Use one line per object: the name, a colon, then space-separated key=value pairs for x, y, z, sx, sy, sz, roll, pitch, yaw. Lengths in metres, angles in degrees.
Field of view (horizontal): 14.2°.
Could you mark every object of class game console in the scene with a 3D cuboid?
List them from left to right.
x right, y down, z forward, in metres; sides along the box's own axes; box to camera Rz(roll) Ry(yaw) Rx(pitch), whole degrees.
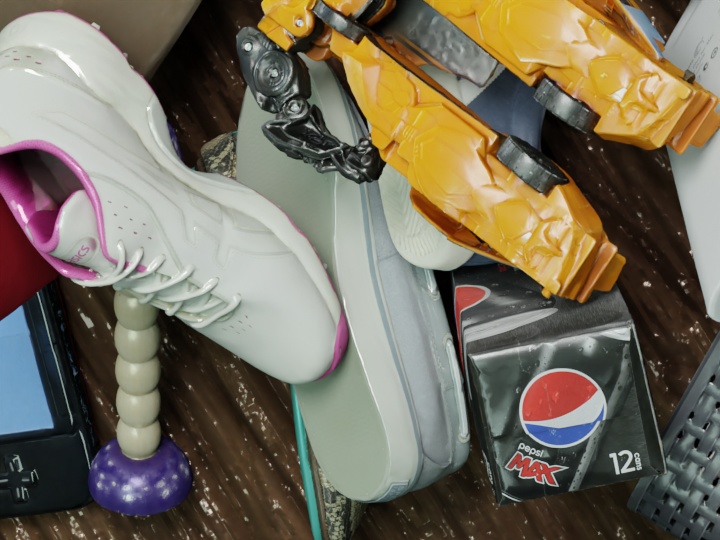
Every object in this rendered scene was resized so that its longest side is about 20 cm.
game console: x=-0.239 y=0.043 z=1.385 sx=0.171 sy=0.119 sz=0.201 roll=-9 pitch=102 yaw=26

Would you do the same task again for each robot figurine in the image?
robot figurine: x=0.041 y=-0.082 z=1.153 sx=0.200 sy=0.058 sz=0.145 roll=41 pitch=103 yaw=29

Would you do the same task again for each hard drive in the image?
hard drive: x=0.163 y=-0.081 z=1.125 sx=0.026 sy=0.200 sz=0.132 roll=22 pitch=117 yaw=-13

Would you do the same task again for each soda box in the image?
soda box: x=0.077 y=0.035 z=1.189 sx=0.070 sy=0.200 sz=0.064 roll=-11 pitch=101 yaw=1

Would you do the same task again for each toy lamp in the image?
toy lamp: x=-0.101 y=0.020 z=1.324 sx=0.058 sy=0.058 sz=0.201 roll=15 pitch=128 yaw=20

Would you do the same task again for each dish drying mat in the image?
dish drying mat: x=-0.143 y=-0.029 z=1.274 sx=0.018 sy=0.200 sz=0.077 roll=6 pitch=108 yaw=12

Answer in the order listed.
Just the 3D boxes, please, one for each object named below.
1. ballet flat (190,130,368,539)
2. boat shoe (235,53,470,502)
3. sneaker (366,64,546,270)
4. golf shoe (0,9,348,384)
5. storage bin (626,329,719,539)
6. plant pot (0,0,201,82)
ballet flat: x=-0.014 y=0.028 z=1.315 sx=0.075 sy=0.068 sz=0.201 roll=-18 pitch=97 yaw=2
boat shoe: x=0.001 y=0.000 z=1.269 sx=0.070 sy=0.071 sz=0.202 roll=-19 pitch=83 yaw=47
sneaker: x=0.046 y=-0.098 z=1.248 sx=0.075 sy=0.084 sz=0.201 roll=-24 pitch=71 yaw=59
golf shoe: x=-0.091 y=-0.013 z=1.198 sx=0.200 sy=0.092 sz=0.075 roll=44 pitch=134 yaw=-11
storage bin: x=0.203 y=0.025 z=1.167 sx=0.094 sy=0.135 sz=0.201 roll=33 pitch=116 yaw=11
plant pot: x=-0.147 y=-0.163 z=1.262 sx=0.174 sy=0.201 sz=0.201 roll=32 pitch=117 yaw=-9
